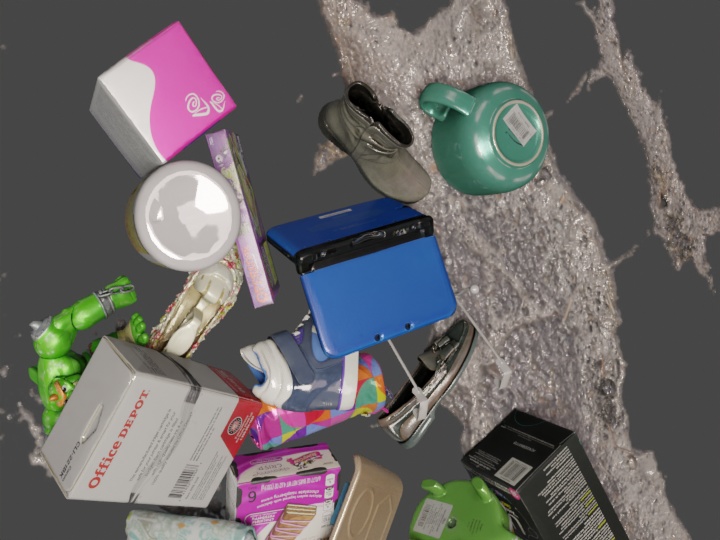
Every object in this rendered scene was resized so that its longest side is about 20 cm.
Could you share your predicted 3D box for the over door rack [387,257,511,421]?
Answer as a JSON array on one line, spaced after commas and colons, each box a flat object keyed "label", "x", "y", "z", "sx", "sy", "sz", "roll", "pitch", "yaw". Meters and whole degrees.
[{"label": "over door rack", "x": 0.103, "y": 0.078, "z": 0.944, "sx": 0.144, "sy": 0.067, "sz": 0.203, "roll": -14, "pitch": 59, "yaw": -21}]

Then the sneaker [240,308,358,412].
[{"label": "sneaker", "x": -0.077, "y": 0.080, "z": 0.884, "sx": 0.142, "sy": 0.081, "sz": 0.204, "roll": 6, "pitch": 53, "yaw": -10}]

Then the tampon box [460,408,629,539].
[{"label": "tampon box", "x": 0.269, "y": 0.338, "z": 1.031, "sx": 0.125, "sy": 0.149, "sz": 0.203, "roll": -34, "pitch": 105, "yaw": -19}]

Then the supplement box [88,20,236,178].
[{"label": "supplement box", "x": -0.222, "y": -0.178, "z": 0.766, "sx": 0.101, "sy": 0.199, "sz": 0.104, "roll": -41, "pitch": 106, "yaw": -16}]

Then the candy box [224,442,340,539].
[{"label": "candy box", "x": -0.102, "y": 0.330, "z": 0.887, "sx": 0.133, "sy": 0.061, "sz": 0.206, "roll": -3, "pitch": 111, "yaw": -23}]

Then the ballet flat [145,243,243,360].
[{"label": "ballet flat", "x": -0.197, "y": 0.049, "z": 0.861, "sx": 0.075, "sy": 0.064, "sz": 0.203, "roll": 33, "pitch": 79, "yaw": -20}]

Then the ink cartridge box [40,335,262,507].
[{"label": "ink cartridge box", "x": -0.227, "y": 0.175, "z": 0.784, "sx": 0.199, "sy": 0.083, "sz": 0.147, "roll": 30, "pitch": 91, "yaw": -53}]

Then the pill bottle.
[{"label": "pill bottle", "x": -0.203, "y": -0.058, "z": 0.779, "sx": 0.106, "sy": 0.199, "sz": 0.113, "roll": -1, "pitch": 93, "yaw": -23}]

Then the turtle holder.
[{"label": "turtle holder", "x": 0.164, "y": 0.370, "z": 0.978, "sx": 0.182, "sy": 0.143, "sz": 0.132, "roll": -25, "pitch": 124, "yaw": 22}]

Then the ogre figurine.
[{"label": "ogre figurine", "x": -0.308, "y": 0.119, "z": 0.802, "sx": 0.118, "sy": 0.098, "sz": 0.204, "roll": -11, "pitch": 128, "yaw": -35}]

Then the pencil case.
[{"label": "pencil case", "x": -0.057, "y": 0.172, "z": 0.919, "sx": 0.195, "sy": 0.088, "sz": 0.091, "roll": -13, "pitch": 97, "yaw": -21}]

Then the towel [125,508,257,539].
[{"label": "towel", "x": -0.197, "y": 0.390, "z": 0.831, "sx": 0.166, "sy": 0.048, "sz": 0.206, "roll": -1, "pitch": 97, "yaw": 17}]

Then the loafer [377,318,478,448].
[{"label": "loafer", "x": 0.096, "y": 0.151, "z": 0.994, "sx": 0.062, "sy": 0.072, "sz": 0.203, "roll": 34, "pitch": 81, "yaw": -15}]

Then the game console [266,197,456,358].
[{"label": "game console", "x": 0.000, "y": 0.000, "z": 0.902, "sx": 0.196, "sy": 0.170, "sz": 0.121, "roll": -16, "pitch": 116, "yaw": -25}]

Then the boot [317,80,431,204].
[{"label": "boot", "x": 0.036, "y": -0.158, "z": 0.919, "sx": 0.198, "sy": 0.130, "sz": 0.069, "roll": 37, "pitch": 79, "yaw": -20}]

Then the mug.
[{"label": "mug", "x": 0.177, "y": -0.186, "z": 0.989, "sx": 0.180, "sy": 0.114, "sz": 0.157, "roll": -4, "pitch": 94, "yaw": -24}]

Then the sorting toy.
[{"label": "sorting toy", "x": -0.008, "y": 0.353, "z": 0.914, "sx": 0.185, "sy": 0.036, "sz": 0.205, "roll": 49, "pitch": 56, "yaw": -59}]

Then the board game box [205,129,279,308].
[{"label": "board game box", "x": -0.139, "y": -0.065, "z": 0.852, "sx": 0.031, "sy": 0.120, "sz": 0.205, "roll": -15, "pitch": 98, "yaw": -5}]
